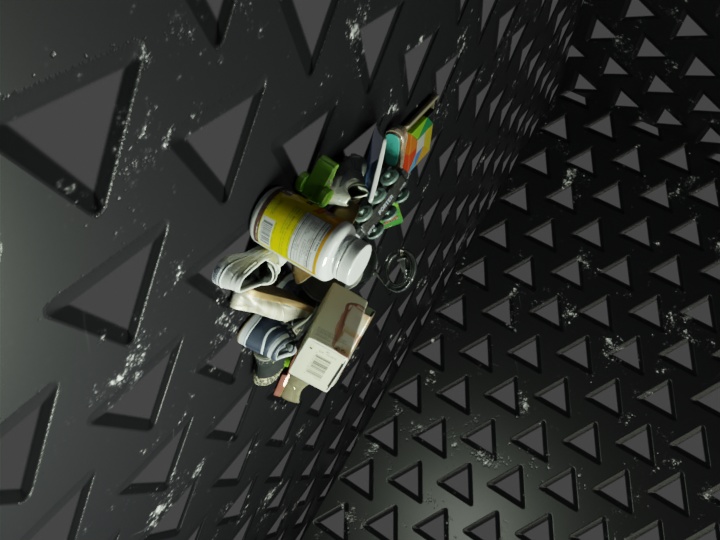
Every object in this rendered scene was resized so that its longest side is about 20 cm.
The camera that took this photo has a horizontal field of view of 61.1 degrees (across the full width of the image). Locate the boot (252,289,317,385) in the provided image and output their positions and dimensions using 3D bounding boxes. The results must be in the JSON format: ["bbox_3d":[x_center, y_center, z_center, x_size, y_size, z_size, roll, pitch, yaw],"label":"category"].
[{"bbox_3d":[-0.174,0.150,1.354,0.204,0.073,0.154,-52,167,-37],"label":"boot"}]

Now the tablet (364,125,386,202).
[{"bbox_3d":[0.029,-0.224,1.264,0.200,0.013,0.132,-101,-157,-70],"label":"tablet"}]

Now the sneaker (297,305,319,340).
[{"bbox_3d":[-0.121,0.146,1.494,0.200,0.072,0.072,-23,135,-66],"label":"sneaker"}]

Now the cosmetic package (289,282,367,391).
[{"bbox_3d":[-0.060,0.129,1.216,0.104,0.087,0.201,-59,-175,33],"label":"cosmetic package"}]

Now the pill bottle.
[{"bbox_3d":[-0.084,-0.056,1.044,0.110,0.199,0.110,-53,163,-25],"label":"pill bottle"}]

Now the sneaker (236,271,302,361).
[{"bbox_3d":[-0.151,0.097,1.253,0.201,0.108,0.070,-52,162,-30],"label":"sneaker"}]

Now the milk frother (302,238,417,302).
[{"bbox_3d":[0.000,0.000,1.369,0.199,0.182,0.188,-31,178,27],"label":"milk frother"}]

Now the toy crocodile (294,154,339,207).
[{"bbox_3d":[-0.096,-0.120,1.144,0.202,0.067,0.062,-65,167,19],"label":"toy crocodile"}]

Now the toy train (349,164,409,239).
[{"bbox_3d":[0.027,-0.156,1.379,0.201,0.113,0.085,-54,133,-16],"label":"toy train"}]

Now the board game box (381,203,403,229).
[{"bbox_3d":[0.052,-0.145,1.534,0.094,0.030,0.200,-20,160,4],"label":"board game box"}]

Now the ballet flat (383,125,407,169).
[{"bbox_3d":[0.081,-0.259,1.465,0.067,0.067,0.201,-56,166,-43],"label":"ballet flat"}]

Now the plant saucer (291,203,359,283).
[{"bbox_3d":[-0.079,-0.064,1.211,0.200,0.035,0.201,-46,-164,17],"label":"plant saucer"}]

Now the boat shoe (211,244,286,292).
[{"bbox_3d":[-0.176,-0.001,1.080,0.200,0.065,0.074,-32,146,-56],"label":"boat shoe"}]

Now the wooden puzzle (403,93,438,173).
[{"bbox_3d":[0.147,-0.336,1.589,0.185,0.037,0.201,-50,161,-36],"label":"wooden puzzle"}]

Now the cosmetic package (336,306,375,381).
[{"bbox_3d":[-0.050,0.172,1.518,0.201,0.087,0.103,-61,176,10],"label":"cosmetic package"}]

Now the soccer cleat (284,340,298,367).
[{"bbox_3d":[-0.159,0.209,1.513,0.201,0.067,0.082,104,11,-57],"label":"soccer cleat"}]

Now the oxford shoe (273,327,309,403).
[{"bbox_3d":[-0.124,0.209,1.380,0.201,0.074,0.071,-61,-174,18],"label":"oxford shoe"}]

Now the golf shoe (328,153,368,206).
[{"bbox_3d":[-0.020,-0.173,1.237,0.200,0.096,0.079,-44,155,-51],"label":"golf shoe"}]

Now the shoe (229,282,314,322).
[{"bbox_3d":[-0.167,0.064,1.163,0.199,0.070,0.054,23,97,-49],"label":"shoe"}]
